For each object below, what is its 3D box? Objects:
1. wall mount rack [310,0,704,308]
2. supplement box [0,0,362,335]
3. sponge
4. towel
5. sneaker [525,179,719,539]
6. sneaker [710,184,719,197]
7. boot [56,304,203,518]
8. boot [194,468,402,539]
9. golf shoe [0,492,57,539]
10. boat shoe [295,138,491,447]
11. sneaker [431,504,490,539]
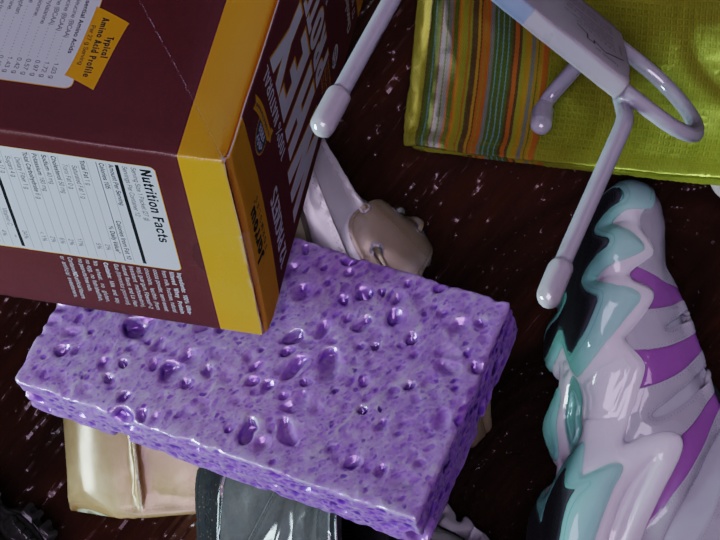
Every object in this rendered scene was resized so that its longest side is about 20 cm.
[{"bbox_3d":[0.051,-0.082,0.981,0.200,0.174,0.075,35,112,-16],"label":"wall mount rack"},{"bbox_3d":[-0.119,-0.101,1.038,0.199,0.133,0.198,9,59,11],"label":"supplement box"},{"bbox_3d":[-0.041,0.038,1.048,0.199,0.030,0.112,17,64,20],"label":"sponge"},{"bbox_3d":[0.106,-0.087,1.075,0.199,0.018,0.087,9,100,35],"label":"towel"},{"bbox_3d":[0.157,0.065,1.115,0.139,0.078,0.202,10,87,-13],"label":"sneaker"},{"bbox_3d":[0.186,-0.084,1.070,0.079,0.078,0.201,-36,93,-27],"label":"sneaker"},{"bbox_3d":[-0.140,0.020,1.145,0.174,0.066,0.202,-4,98,8],"label":"boot"},{"bbox_3d":[-0.025,0.177,1.089,0.069,0.131,0.202,-13,105,-29],"label":"boot"},{"bbox_3d":[-0.152,0.190,1.174,0.200,0.077,0.088,43,120,3],"label":"golf shoe"},{"bbox_3d":[0.000,0.000,1.126,0.068,0.075,0.201,-21,92,-11],"label":"boat shoe"},{"bbox_3d":[0.083,0.176,1.128,0.199,0.081,0.076,23,98,2],"label":"sneaker"}]
